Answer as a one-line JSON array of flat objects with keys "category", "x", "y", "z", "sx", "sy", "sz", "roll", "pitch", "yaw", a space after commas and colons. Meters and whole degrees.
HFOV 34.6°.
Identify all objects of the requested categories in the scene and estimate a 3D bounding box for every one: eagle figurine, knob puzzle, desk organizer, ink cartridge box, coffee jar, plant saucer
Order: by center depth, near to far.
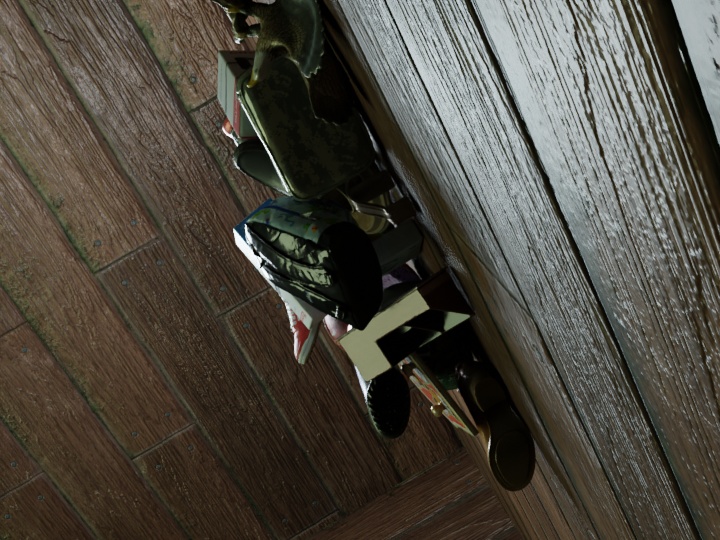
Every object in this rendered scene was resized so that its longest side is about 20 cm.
[{"category": "eagle figurine", "x": -0.084, "y": -0.279, "z": 1.408, "sx": 0.199, "sy": 0.152, "sz": 0.152, "roll": 27, "pitch": -153, "yaw": 26}, {"category": "desk organizer", "x": 0.060, "y": 0.078, "z": 1.604, "sx": 0.077, "sy": 0.072, "sz": 0.200, "roll": 56, "pitch": 137, "yaw": 2}, {"category": "ink cartridge box", "x": 0.000, "y": 0.000, "z": 1.748, "sx": 0.041, "sy": 0.199, "sz": 0.200, "roll": 60, "pitch": 179, "yaw": 6}, {"category": "ink cartridge box", "x": -0.132, "y": -0.271, "z": 1.761, "sx": 0.200, "sy": 0.144, "sz": 0.084, "roll": -124, "pitch": 34, "yaw": -60}, {"category": "knob puzzle", "x": 0.088, "y": 0.173, "z": 1.783, "sx": 0.220, "sy": 0.030, "sz": 0.220, "roll": 48, "pitch": 172, "yaw": 9}, {"category": "plant saucer", "x": -0.028, "y": -0.138, "z": 1.809, "sx": 0.200, "sy": 0.029, "sz": 0.201, "roll": 41, "pitch": 152, "yaw": 27}, {"category": "coffee jar", "x": 0.107, "y": 0.103, "z": 1.867, "sx": 0.086, "sy": 0.104, "sz": 0.200, "roll": -74, "pitch": -33, "yaw": -42}, {"category": "ink cartridge box", "x": -0.116, "y": -0.008, "z": 1.921, "sx": 0.200, "sy": 0.084, "sz": 0.145, "roll": 49, "pitch": 171, "yaw": 4}]

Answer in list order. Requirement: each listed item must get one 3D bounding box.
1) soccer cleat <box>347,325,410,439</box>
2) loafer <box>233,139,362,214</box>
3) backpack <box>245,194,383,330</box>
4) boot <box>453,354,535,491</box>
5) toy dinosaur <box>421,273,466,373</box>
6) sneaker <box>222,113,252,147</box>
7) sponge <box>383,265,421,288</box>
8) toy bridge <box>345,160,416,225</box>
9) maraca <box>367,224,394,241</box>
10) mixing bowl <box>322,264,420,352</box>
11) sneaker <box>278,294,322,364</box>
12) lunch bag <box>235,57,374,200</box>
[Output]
[{"category": "soccer cleat", "x": 0.025, "y": 0.156, "z": 1.723, "sx": 0.073, "sy": 0.068, "sz": 0.201, "roll": 115, "pitch": 141, "yaw": -67}, {"category": "loafer", "x": -0.089, "y": -0.136, "z": 1.686, "sx": 0.072, "sy": 0.199, "sz": 0.073, "roll": -94, "pitch": 22, "yaw": -57}, {"category": "backpack", "x": -0.068, "y": -0.027, "z": 1.587, "sx": 0.199, "sy": 0.154, "sz": 0.164, "roll": 9, "pitch": 138, "yaw": 34}, {"category": "boot", "x": 0.197, "y": 0.229, "z": 1.778, "sx": 0.201, "sy": 0.076, "sz": 0.155, "roll": 63, "pitch": 176, "yaw": -13}, {"category": "toy dinosaur", "x": 0.126, "y": 0.101, "z": 1.746, "sx": 0.077, "sy": 0.102, "sz": 0.200, "roll": 43, "pitch": 176, "yaw": 39}, {"category": "sneaker", "x": -0.119, "y": -0.220, "z": 1.864, "sx": 0.098, "sy": 0.200, "sz": 0.071, "roll": 63, "pitch": 146, "yaw": 29}, {"category": "sponge", "x": 0.004, "y": -0.014, "z": 1.910, "sx": 0.200, "sy": 0.030, "sz": 0.112, "roll": 35, "pitch": 160, "yaw": -6}, {"category": "toy bridge", "x": 0.014, "y": -0.116, "z": 1.638, "sx": 0.027, "sy": 0.067, "sz": 0.200, "roll": 61, "pitch": 178, "yaw": -35}, {"category": "maraca", "x": -0.016, "y": -0.093, "z": 1.963, "sx": 0.137, "sy": 0.107, "sz": 0.200, "roll": 9, "pitch": 147, "yaw": 54}, {"category": "mixing bowl", "x": 0.036, "y": 0.050, "z": 2.031, "sx": 0.201, "sy": 0.199, "sz": 0.108, "roll": 60, "pitch": 163, "yaw": 18}, {"category": "sneaker", "x": -0.118, "y": 0.057, "z": 2.018, "sx": 0.071, "sy": 0.112, "sz": 0.201, "roll": 125, "pitch": 158, "yaw": -73}, {"category": "lunch bag", "x": -0.079, "y": -0.210, "z": 1.575, "sx": 0.201, "sy": 0.139, "sz": 0.168, "roll": 61, "pitch": 177, "yaw": -13}]
